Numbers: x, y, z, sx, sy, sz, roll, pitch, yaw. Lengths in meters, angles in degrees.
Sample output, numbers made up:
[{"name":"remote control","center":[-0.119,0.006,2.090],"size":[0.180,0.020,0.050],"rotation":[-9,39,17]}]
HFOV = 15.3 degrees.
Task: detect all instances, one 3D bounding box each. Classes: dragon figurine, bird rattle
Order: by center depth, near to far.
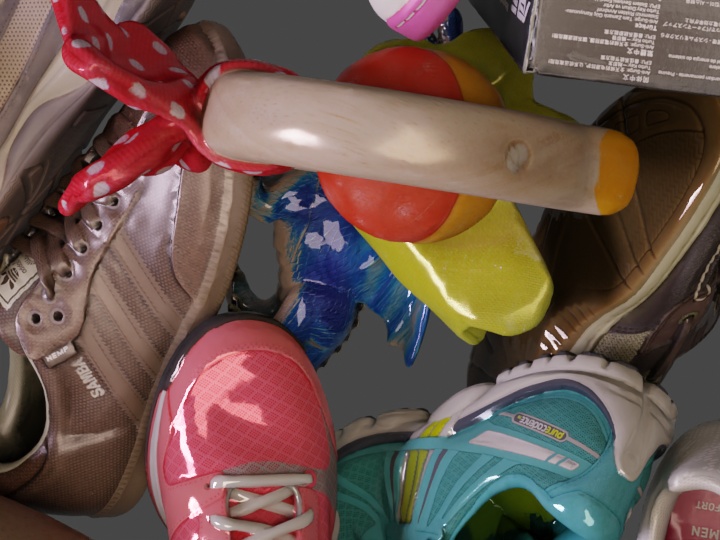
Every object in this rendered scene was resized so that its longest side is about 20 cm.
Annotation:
[{"name":"bird rattle","center":[0.000,-0.050,0.879],"size":[0.199,0.163,0.113],"rotation":[19,83,-34]},{"name":"dragon figurine","center":[0.000,0.000,1.005],"size":[0.099,0.059,0.201],"rotation":[5,103,-5]}]

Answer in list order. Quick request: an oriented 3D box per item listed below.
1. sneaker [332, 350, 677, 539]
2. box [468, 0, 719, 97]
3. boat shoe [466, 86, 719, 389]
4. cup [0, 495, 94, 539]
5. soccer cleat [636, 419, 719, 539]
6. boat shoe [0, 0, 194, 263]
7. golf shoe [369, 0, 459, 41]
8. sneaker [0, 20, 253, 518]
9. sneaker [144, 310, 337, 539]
[{"name":"sneaker","center":[0.031,0.093,0.987],"size":[0.077,0.080,0.200],"rotation":[36,139,-19]},{"name":"box","center":[0.142,-0.090,0.922],"size":[0.199,0.193,0.048],"rotation":[7,105,-6]},{"name":"boat shoe","center":[0.101,0.000,0.982],"size":[0.064,0.074,0.200],"rotation":[5,145,-23]},{"name":"cup","center":[-0.149,0.160,0.972],"size":[0.142,0.200,0.202],"rotation":[-1,105,-9]},{"name":"soccer cleat","center":[0.117,0.154,0.959],"size":[0.069,0.086,0.201],"rotation":[5,99,17]},{"name":"boat shoe","center":[-0.138,-0.058,0.982],"size":[0.073,0.074,0.200],"rotation":[39,99,6]},{"name":"golf shoe","center":[0.006,-0.163,0.900],"size":[0.091,0.201,0.075],"rotation":[21,137,-22]},{"name":"sneaker","center":[-0.096,0.003,0.979],"size":[0.075,0.070,0.201],"rotation":[6,112,-28]},{"name":"sneaker","center":[-0.033,0.117,0.961],"size":[0.073,0.087,0.201],"rotation":[-2,100,-17]}]
